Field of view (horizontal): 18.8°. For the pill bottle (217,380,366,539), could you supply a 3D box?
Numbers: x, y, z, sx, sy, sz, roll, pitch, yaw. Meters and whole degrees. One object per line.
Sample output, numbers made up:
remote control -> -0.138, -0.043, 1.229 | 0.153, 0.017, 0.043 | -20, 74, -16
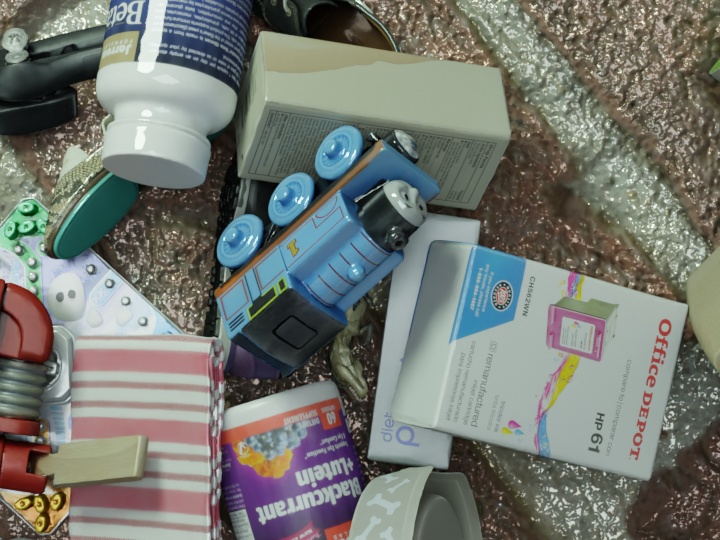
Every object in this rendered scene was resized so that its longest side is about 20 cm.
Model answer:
pill bottle -> -0.044, 0.196, 1.705 | 0.111, 0.111, 0.201 | -17, 86, 0

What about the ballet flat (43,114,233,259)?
ballet flat -> -0.192, -0.093, 1.754 | 0.200, 0.068, 0.075 | -42, 62, -9

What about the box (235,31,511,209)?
box -> 0.009, -0.115, 1.697 | 0.199, 0.095, 0.078 | 8, 49, -16

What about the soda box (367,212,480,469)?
soda box -> 0.051, 0.056, 1.735 | 0.068, 0.063, 0.201 | 8, 87, 1

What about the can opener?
can opener -> -0.218, -0.174, 1.765 | 0.199, 0.079, 0.064 | -18, 48, -3

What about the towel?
towel -> -0.166, 0.149, 1.697 | 0.146, 0.030, 0.201 | 1, 89, 34

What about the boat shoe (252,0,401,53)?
boat shoe -> -0.041, -0.217, 1.754 | 0.200, 0.068, 0.072 | 43, 88, 6

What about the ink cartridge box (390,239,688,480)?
ink cartridge box -> 0.141, 0.070, 1.684 | 0.199, 0.085, 0.145 | 15, 86, -25

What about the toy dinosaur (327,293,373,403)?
toy dinosaur -> 0.000, 0.000, 1.713 | 0.047, 0.088, 0.201 | 10, 78, -14

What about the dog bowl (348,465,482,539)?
dog bowl -> 0.043, 0.245, 1.664 | 0.058, 0.200, 0.201 | -4, 86, 19

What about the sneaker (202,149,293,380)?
sneaker -> -0.072, -0.012, 1.749 | 0.087, 0.076, 0.201 | 8, 90, -13

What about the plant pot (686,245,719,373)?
plant pot -> 0.368, 0.037, 1.634 | 0.200, 0.177, 0.200 | 41, 115, 1

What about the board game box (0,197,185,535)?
board game box -> -0.263, 0.077, 1.759 | 0.200, 0.026, 0.200 | 42, 88, 3

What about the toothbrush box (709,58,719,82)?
toothbrush box -> 0.400, -0.192, 1.733 | 0.145, 0.086, 0.200 | 40, 89, 2

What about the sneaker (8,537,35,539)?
sneaker -> -0.234, 0.300, 1.714 | 0.080, 0.088, 0.201 | -33, 85, 0

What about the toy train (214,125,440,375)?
toy train -> -0.026, -0.019, 1.638 | 0.200, 0.087, 0.115 | -41, 42, 17

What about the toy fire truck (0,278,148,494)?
toy fire truck -> -0.264, 0.099, 1.694 | 0.199, 0.129, 0.177 | 11, 86, -10

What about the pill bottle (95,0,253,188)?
pill bottle -> -0.144, -0.171, 1.681 | 0.110, 0.111, 0.201 | 8, 75, 2
